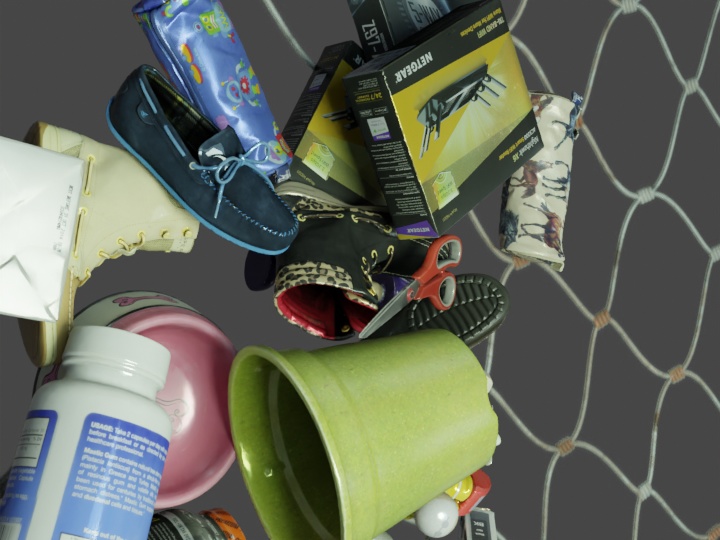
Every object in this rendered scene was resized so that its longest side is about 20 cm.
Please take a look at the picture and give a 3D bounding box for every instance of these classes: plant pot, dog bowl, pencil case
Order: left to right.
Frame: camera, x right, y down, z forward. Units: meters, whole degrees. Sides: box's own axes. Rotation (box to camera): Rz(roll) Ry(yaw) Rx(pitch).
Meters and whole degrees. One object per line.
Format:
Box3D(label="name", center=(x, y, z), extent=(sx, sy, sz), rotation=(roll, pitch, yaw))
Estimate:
Box3D(label="dog bowl", center=(-0.184, 0.120, 0.921), extent=(0.197, 0.073, 0.204), rotation=(-1, 92, -37))
Box3D(label="pencil case", center=(-0.132, -0.167, 0.943), extent=(0.202, 0.077, 0.087), rotation=(65, 26, -18))
Box3D(label="plant pot", center=(0.011, 0.137, 0.887), extent=(0.182, 0.199, 0.204), rotation=(-16, 101, -29))
Box3D(label="pencil case", center=(0.210, -0.105, 1.200), extent=(0.088, 0.078, 0.204), rotation=(8, 86, -16))

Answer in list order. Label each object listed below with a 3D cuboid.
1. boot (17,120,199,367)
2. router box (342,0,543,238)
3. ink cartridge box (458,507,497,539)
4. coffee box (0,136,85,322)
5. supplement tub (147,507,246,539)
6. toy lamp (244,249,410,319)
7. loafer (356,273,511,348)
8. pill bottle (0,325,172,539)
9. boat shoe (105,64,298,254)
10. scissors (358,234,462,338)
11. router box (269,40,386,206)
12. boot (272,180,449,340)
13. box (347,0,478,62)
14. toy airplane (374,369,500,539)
Box3D(label="boot", center=(-0.212, -0.017, 0.886), extent=(0.153, 0.072, 0.204), rotation=(7, 72, -38))
Box3D(label="router box", center=(0.084, -0.146, 0.976), extent=(0.200, 0.052, 0.159), rotation=(-39, 117, -40))
Box3D(label="ink cartridge box", center=(0.117, 0.383, 1.065), extent=(0.043, 0.200, 0.202), rotation=(4, 108, 1))
Box3D(label="coffee box", center=(-0.280, -0.030, 0.765), extent=(0.079, 0.199, 0.117), rotation=(13, 84, -34))
Box3D(label="supplement tub", center=(-0.196, 0.281, 0.888), extent=(0.198, 0.122, 0.125), rotation=(-14, 100, -35))
Box3D(label="toy lamp", center=(-0.021, 0.015, 1.048), extent=(0.197, 0.058, 0.059), rotation=(12, 85, -35))
Box3D(label="loafer", center=(0.067, 0.071, 1.071), extent=(0.074, 0.198, 0.071), rotation=(66, 12, 25))
Box3D(label="pill bottle", center=(-0.205, 0.151, 0.785), extent=(0.111, 0.111, 0.203), rotation=(26, 65, -34))
Box3D(label="boat shoe", center=(-0.131, -0.093, 0.880), extent=(0.199, 0.069, 0.084), rotation=(37, 33, -4))
Box3D(label="scissors", center=(0.047, 0.011, 0.937), extent=(0.199, 0.014, 0.075), rotation=(-14, 112, -60))
Box3D(label="router box", center=(0.012, -0.110, 1.070), extent=(0.199, 0.052, 0.159), rotation=(35, 72, -32))
Box3D(label="boot", center=(0.000, 0.000, 0.963), extent=(0.197, 0.152, 0.074), rotation=(20, 124, -20))
Box3D(label="box", center=(0.081, -0.241, 1.080), extent=(0.198, 0.043, 0.163), rotation=(-18, 90, -46))
Box3D(label="toy airplane", center=(0.049, 0.202, 1.038), extent=(0.196, 0.142, 0.202), rotation=(-17, 132, -14))
